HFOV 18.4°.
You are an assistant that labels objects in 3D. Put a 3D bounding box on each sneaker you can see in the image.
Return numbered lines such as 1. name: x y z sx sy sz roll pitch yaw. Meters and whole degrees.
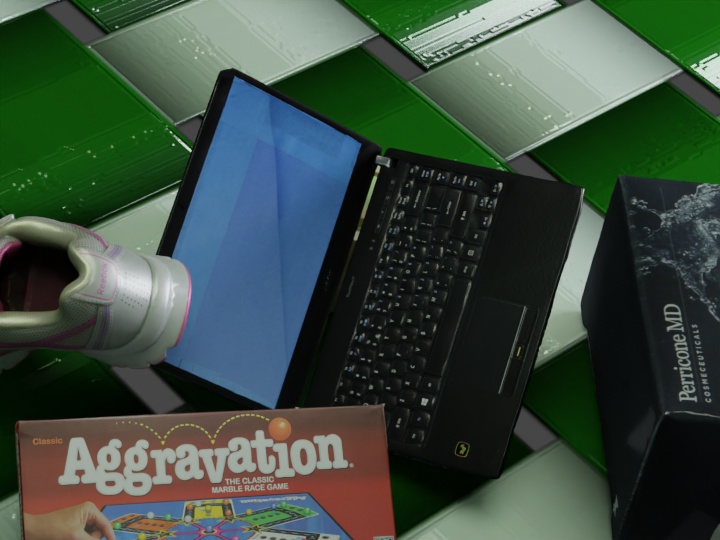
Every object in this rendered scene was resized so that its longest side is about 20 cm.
1. sneaker: -0.195 0.007 1.210 0.199 0.088 0.082 -6 67 27

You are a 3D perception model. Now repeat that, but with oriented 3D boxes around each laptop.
1. laptop: 0.000 0.000 1.240 0.199 0.103 0.178 13 77 22

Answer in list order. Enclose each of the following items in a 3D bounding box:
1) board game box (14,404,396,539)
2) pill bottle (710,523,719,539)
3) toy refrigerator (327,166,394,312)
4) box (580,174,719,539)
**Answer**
1. board game box: -0.080 0.126 1.175 0.199 0.019 0.104 -2 75 -15
2. pill bottle: 0.284 0.190 1.162 0.199 0.113 0.113 5 43 -8
3. toy refrigerator: 0.005 -0.021 1.347 0.199 0.070 0.076 13 43 -1
4. box: 0.243 0.058 1.289 0.199 0.118 0.197 4 44 -7
